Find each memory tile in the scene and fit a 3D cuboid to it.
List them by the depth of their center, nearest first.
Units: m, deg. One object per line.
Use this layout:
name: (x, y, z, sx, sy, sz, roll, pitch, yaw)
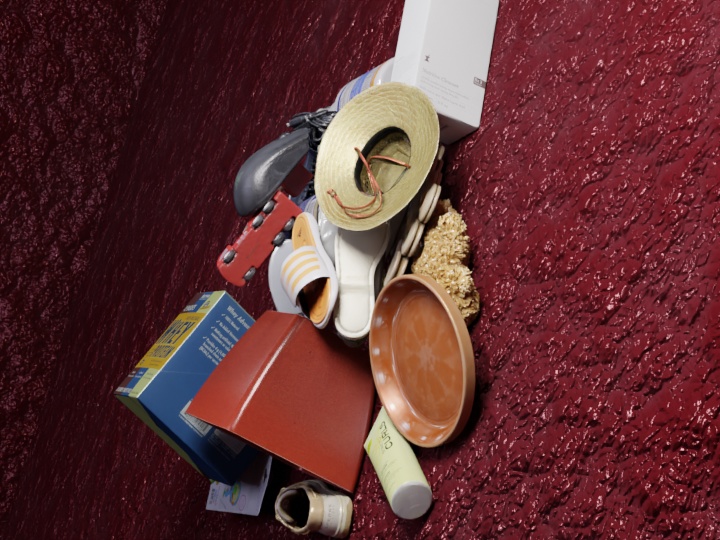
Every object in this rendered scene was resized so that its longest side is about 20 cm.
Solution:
memory tile: (0.070, -0.072, 1.683, 0.201, 0.017, 0.155, -79, 13, -65)

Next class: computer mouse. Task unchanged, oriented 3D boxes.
computer mouse: (-0.125, -0.166, 1.877, 0.201, 0.053, 0.138, -52, 20, -16)

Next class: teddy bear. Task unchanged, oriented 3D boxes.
teddy bear: (0.094, -0.004, 1.595, 0.145, 0.066, 0.202, -50, 29, 44)

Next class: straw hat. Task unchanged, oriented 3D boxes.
straw hat: (0.038, -0.131, 1.656, 0.199, 0.085, 0.204, -15, 62, 30)

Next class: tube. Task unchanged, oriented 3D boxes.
tube: (0.038, 0.228, 1.563, 0.057, 0.052, 0.200, -26, 24, -1)

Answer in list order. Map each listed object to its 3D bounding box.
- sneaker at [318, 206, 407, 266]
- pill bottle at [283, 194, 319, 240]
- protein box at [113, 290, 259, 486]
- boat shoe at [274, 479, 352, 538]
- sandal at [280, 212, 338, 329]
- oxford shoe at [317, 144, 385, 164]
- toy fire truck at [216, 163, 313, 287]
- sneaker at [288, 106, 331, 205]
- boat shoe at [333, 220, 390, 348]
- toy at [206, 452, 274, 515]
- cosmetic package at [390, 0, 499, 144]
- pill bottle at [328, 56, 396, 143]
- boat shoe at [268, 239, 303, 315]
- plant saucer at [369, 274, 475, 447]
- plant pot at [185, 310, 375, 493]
sneaker: (0.004, -0.093, 1.751, 0.074, 0.114, 0.202, 128, 165, -79)
pill bottle: (-0.052, -0.056, 1.907, 0.199, 0.111, 0.113, -23, 51, 60)
protein box: (-0.216, 0.172, 1.907, 0.201, 0.199, 0.135, -51, 18, -19)
boat shoe: (-0.078, 0.313, 1.719, 0.199, 0.068, 0.075, -13, 66, 64)
sandal: (-0.080, -0.002, 1.684, 0.208, 0.058, 0.080, -112, 37, -50)
oxford shoe: (-0.007, -0.156, 1.796, 0.200, 0.074, 0.059, -169, 62, -70)
toy fire truck: (-0.141, -0.073, 1.893, 0.201, 0.049, 0.141, -51, 16, -1)
sneaker: (-0.063, -0.156, 2.009, 0.146, 0.076, 0.205, 115, 169, -74)
boat shoe: (0.000, 0.000, 1.682, 0.060, 0.071, 0.203, 87, -172, -69)
toy: (-0.169, 0.313, 1.955, 0.199, 0.047, 0.117, -10, 64, 57)
cosmetic package: (0.110, -0.286, 1.730, 0.081, 0.112, 0.203, -22, 54, 58)
pill bottle: (0.028, -0.233, 1.869, 0.199, 0.111, 0.114, -16, 57, 63)
boat shoe: (-0.090, 0.053, 1.882, 0.070, 0.070, 0.203, -159, 52, -79)
plant saucer: (0.075, 0.104, 1.513, 0.199, 0.032, 0.204, 18, 112, 55)
plant pot: (-0.089, 0.163, 1.732, 0.178, 0.198, 0.199, -65, 22, -10)
